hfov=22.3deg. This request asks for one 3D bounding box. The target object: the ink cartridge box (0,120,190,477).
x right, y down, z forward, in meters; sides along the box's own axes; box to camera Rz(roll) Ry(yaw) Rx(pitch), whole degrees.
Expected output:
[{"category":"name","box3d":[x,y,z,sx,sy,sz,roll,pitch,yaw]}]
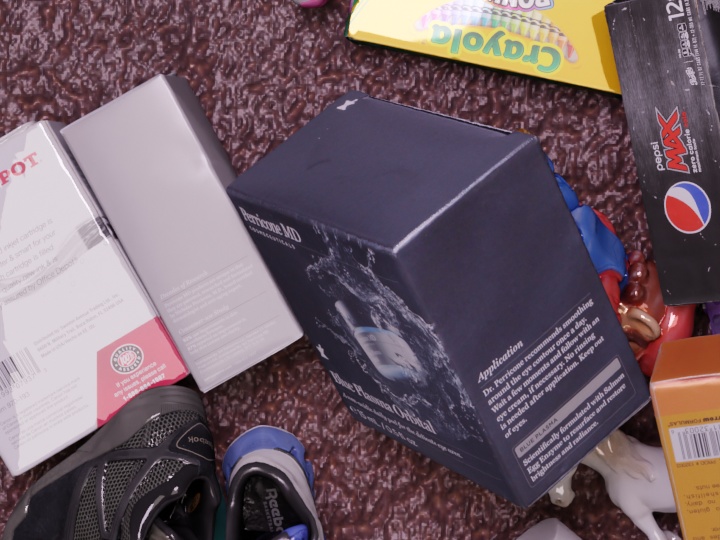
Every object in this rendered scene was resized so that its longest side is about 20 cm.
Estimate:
[{"category":"ink cartridge box","box3d":[-0.220,0.016,1.252,0.145,0.083,0.201,-30,92,5]}]

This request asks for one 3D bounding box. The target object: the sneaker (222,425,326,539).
[{"category":"sneaker","box3d":[-0.051,0.211,1.242,0.080,0.115,0.200,-19,93,5]}]

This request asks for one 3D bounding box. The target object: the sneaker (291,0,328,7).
[{"category":"sneaker","box3d":[-0.063,-0.271,1.230,0.088,0.081,0.201,-12,85,5]}]

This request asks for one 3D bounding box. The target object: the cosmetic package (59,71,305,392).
[{"category":"cosmetic package","box3d":[-0.113,-0.028,1.233,0.090,0.107,0.201,-31,90,5]}]

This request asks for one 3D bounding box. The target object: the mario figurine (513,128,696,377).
[{"category":"mario figurine","box3d":[0.140,0.007,1.218,0.200,0.106,0.124,44,64,-23]}]

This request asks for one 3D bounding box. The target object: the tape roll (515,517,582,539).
[{"category":"tape roll","box3d":[0.118,0.283,1.196,0.139,0.203,0.203,39,95,0]}]

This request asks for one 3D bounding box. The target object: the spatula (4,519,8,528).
[{"category":"spatula","box3d":[-0.190,0.257,1.298,0.056,0.021,0.200,-37,89,-7]}]

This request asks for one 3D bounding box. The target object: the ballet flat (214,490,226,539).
[{"category":"ballet flat","box3d":[-0.118,0.231,1.277,0.069,0.069,0.201,-12,94,4]}]

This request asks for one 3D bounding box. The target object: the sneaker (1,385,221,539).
[{"category":"sneaker","box3d":[-0.166,0.177,1.215,0.199,0.076,0.115,-41,48,21]}]

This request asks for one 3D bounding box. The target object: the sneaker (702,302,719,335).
[{"category":"sneaker","box3d":[0.266,0.039,1.245,0.083,0.080,0.201,22,103,33]}]

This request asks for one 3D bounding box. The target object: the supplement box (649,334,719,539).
[{"category":"supplement box","box3d":[0.232,0.143,1.135,0.068,0.067,0.201,-7,109,18]}]

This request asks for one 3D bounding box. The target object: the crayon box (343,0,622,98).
[{"category":"crayon box","box3d":[0.098,-0.194,1.232,0.199,0.058,0.119,12,94,2]}]

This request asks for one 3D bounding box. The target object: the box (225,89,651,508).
[{"category":"box","box3d":[0.046,0.012,1.119,0.117,0.196,0.201,-38,120,-20]}]

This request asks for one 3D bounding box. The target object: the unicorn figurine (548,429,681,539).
[{"category":"unicorn figurine","box3d":[0.204,0.151,1.229,0.199,0.074,0.138,-21,105,26]}]

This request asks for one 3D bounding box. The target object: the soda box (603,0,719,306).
[{"category":"soda box","box3d":[0.217,-0.082,1.169,0.071,0.063,0.201,-6,100,41]}]
